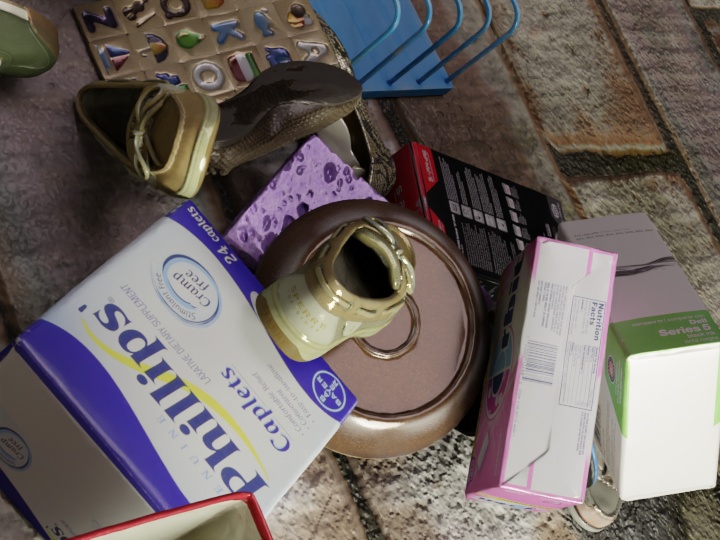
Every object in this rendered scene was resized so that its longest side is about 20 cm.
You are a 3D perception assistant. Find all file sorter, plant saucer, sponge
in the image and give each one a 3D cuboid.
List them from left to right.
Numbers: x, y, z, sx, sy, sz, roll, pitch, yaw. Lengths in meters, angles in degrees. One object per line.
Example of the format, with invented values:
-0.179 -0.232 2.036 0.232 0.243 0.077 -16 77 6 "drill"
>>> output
0.000 0.000 1.161 0.200 0.030 0.112 42 66 -8 "sponge"
0.014 0.040 1.125 0.199 0.032 0.202 5 75 -20 "plant saucer"
0.030 -0.249 1.360 0.199 0.123 0.139 -11 70 -50 "file sorter"

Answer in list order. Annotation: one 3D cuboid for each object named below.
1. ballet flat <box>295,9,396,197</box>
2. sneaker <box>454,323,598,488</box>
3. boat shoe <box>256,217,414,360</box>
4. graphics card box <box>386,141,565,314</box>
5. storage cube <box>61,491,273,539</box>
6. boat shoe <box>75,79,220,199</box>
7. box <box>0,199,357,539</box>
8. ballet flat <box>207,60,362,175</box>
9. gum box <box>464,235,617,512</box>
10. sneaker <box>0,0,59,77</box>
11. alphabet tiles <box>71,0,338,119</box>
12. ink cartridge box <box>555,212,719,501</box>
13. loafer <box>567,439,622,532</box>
-0.033 -0.147 1.252 0.201 0.068 0.075 62 14 6 "ballet flat"
0.116 0.117 1.235 0.200 0.071 0.083 45 57 -16 "sneaker"
0.000 0.003 1.016 0.073 0.063 0.200 56 26 5 "boat shoe"
0.112 -0.028 1.342 0.199 0.051 0.126 16 51 -39 "graphics card box"
-0.136 0.238 0.763 0.199 0.179 0.172 -7 68 -50 "storage cube"
-0.148 -0.098 1.025 0.063 0.074 0.201 14 11 -24 "boat shoe"
-0.127 0.087 0.949 0.184 0.105 0.200 50 38 -6 "box"
-0.069 -0.114 1.135 0.067 0.047 0.200 31 36 20 "ballet flat"
0.137 0.077 1.139 0.066 0.114 0.201 12 76 -6 "gum box"
-0.291 -0.141 0.982 0.199 0.067 0.090 15 60 -40 "sneaker"
-0.120 -0.185 1.185 0.199 0.006 0.167 -19 76 -30 "alphabet tiles"
0.225 0.065 1.226 0.083 0.146 0.200 -8 34 -5 "ink cartridge box"
0.216 0.133 1.323 0.072 0.063 0.201 35 41 -25 "loafer"
